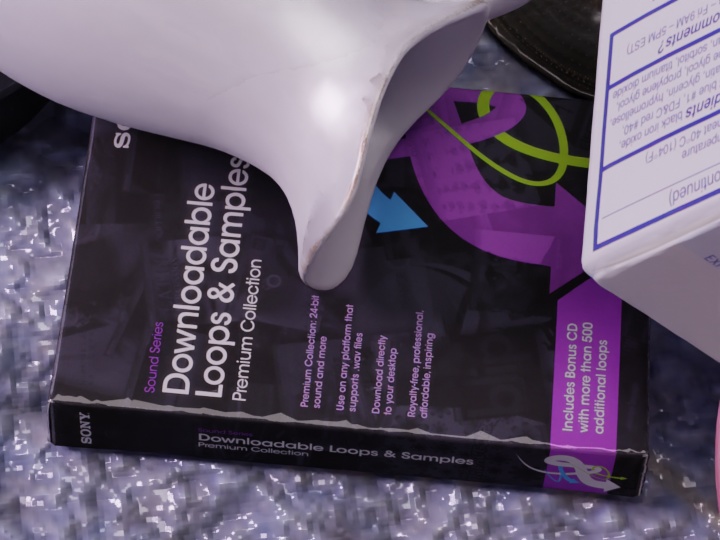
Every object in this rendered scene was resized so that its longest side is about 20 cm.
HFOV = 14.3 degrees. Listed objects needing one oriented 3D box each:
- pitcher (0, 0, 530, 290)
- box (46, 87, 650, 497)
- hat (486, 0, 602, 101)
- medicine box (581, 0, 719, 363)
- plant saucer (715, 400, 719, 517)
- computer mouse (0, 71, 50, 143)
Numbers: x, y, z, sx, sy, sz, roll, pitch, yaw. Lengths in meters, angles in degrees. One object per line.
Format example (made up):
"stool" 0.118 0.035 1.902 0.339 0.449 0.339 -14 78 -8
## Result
"pitcher" -0.044 -0.115 0.958 0.200 0.121 0.172 35 67 10
"box" 0.000 0.000 0.977 0.199 0.036 0.144 4 58 1
"hat" 0.118 -0.160 1.056 0.200 0.081 0.201 2 58 -4
"medicine box" 0.173 -0.058 0.933 0.182 0.103 0.201 31 52 -32
"plant saucer" 0.192 0.058 0.768 0.199 0.051 0.201 1 72 -2
"computer mouse" -0.112 -0.081 1.026 0.200 0.034 0.059 -32 53 -27
